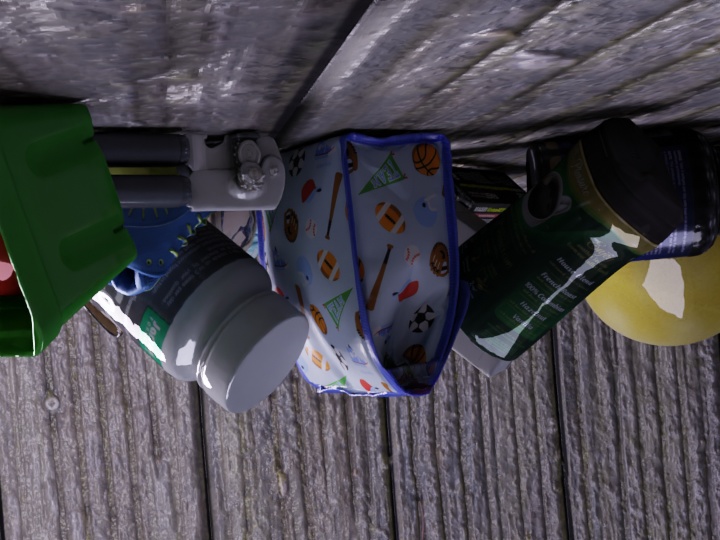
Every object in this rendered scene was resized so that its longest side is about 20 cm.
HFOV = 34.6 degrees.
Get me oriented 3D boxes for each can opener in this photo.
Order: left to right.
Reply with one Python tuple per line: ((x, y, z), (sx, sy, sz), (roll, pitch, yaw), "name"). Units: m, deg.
((-0.138, -0.065, 0.780), (0.198, 0.053, 0.066), (-4, 180, -39), "can opener")

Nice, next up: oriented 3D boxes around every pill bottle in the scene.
((-0.143, 0.015, 0.926), (0.199, 0.114, 0.113), (38, -163, 21), "pill bottle")
((0.248, -0.064, 1.012), (0.197, 0.113, 0.112), (-4, 179, 5), "pill bottle")

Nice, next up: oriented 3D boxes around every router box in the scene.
((0.094, -0.032, 1.224), (0.150, 0.062, 0.199), (-54, 159, 19), "router box")

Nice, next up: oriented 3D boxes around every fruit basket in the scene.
((-0.256, -0.019, 0.624), (0.213, 0.157, 0.216), (-16, -168, 4), "fruit basket")

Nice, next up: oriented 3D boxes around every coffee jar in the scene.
((0.160, -0.025, 0.913), (0.085, 0.105, 0.200), (34, 121, -24), "coffee jar")

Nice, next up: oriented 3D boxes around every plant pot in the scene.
((0.298, -0.041, 1.137), (0.198, 0.203, 0.142), (-5, 161, 19), "plant pot")

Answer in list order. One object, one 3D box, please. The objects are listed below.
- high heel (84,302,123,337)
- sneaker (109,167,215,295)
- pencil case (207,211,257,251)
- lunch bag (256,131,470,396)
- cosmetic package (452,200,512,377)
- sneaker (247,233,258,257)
((-0.295, -0.001, 1.122), (0.071, 0.145, 0.199), (-5, 179, 38), "high heel")
((-0.153, -0.036, 0.854), (0.075, 0.107, 0.199), (-5, 179, 41), "sneaker")
((-0.185, -0.045, 1.053), (0.198, 0.090, 0.078), (-6, 152, 26), "pencil case")
((0.000, 0.000, 0.931), (0.123, 0.203, 0.169), (-4, 178, -29), "lunch bag")
((0.080, -0.003, 1.072), (0.199, 0.107, 0.090), (36, -167, 18), "cosmetic package")
((-0.121, -0.045, 1.281), (0.073, 0.083, 0.199), (-5, 180, -28), "sneaker")
